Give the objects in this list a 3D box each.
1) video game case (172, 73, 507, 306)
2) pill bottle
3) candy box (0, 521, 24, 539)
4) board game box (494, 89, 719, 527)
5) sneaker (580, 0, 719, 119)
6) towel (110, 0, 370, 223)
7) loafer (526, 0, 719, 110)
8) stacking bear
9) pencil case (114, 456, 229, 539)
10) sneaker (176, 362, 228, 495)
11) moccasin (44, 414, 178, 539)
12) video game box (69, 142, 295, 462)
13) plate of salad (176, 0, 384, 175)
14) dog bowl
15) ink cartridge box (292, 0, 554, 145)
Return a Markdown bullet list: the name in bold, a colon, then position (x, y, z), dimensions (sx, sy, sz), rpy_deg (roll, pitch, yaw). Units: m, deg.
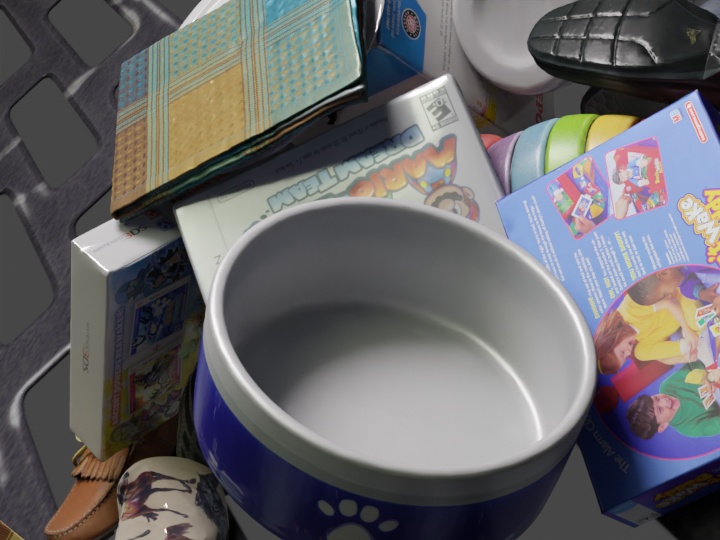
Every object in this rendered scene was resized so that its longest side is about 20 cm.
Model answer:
- **video game case**: position (0.000, 0.000, 0.952), dimensions (0.200, 0.024, 0.182), rpy_deg (-24, 72, 11)
- **pill bottle**: position (0.166, -0.200, 1.105), dimensions (0.112, 0.112, 0.200), rpy_deg (-10, 12, 45)
- **candy box**: position (-0.279, 0.218, 1.053), dimensions (0.056, 0.200, 0.117), rpy_deg (8, 56, 54)
- **board game box**: position (0.166, 0.020, 0.846), dimensions (0.134, 0.045, 0.200), rpy_deg (-29, 58, 22)
- **sneaker**: position (0.251, -0.163, 1.056), dimensions (0.202, 0.077, 0.146), rpy_deg (-24, 24, 45)
- **towel**: position (-0.078, -0.123, 0.996), dimensions (0.200, 0.022, 0.147), rpy_deg (-25, 46, 26)
- **loafer**: position (0.201, -0.125, 0.962), dimensions (0.200, 0.072, 0.073), rpy_deg (11, 60, 29)
- **stacking bear**: position (0.163, -0.048, 0.969), dimensions (0.200, 0.114, 0.122), rpy_deg (-10, 75, 28)
- **pencil case**: position (-0.134, 0.211, 1.011), dimensions (0.089, 0.078, 0.200), rpy_deg (-17, 35, 13)
- **sneaker**: position (-0.080, 0.081, 1.052), dimensions (0.087, 0.074, 0.200), rpy_deg (-76, 11, -66)
- **moccasin**: position (-0.178, 0.123, 1.184), dimensions (0.074, 0.078, 0.201), rpy_deg (4, 52, 53)
- **video game box**: position (-0.121, 0.021, 1.096), dimensions (0.047, 0.200, 0.182), rpy_deg (38, 51, 24)
- **plate of salad**: position (-0.062, -0.143, 1.047), dimensions (0.200, 0.048, 0.200), rpy_deg (-22, 48, 26)
- **dog bowl**: position (0.016, 0.054, 0.800), dimensions (0.200, 0.200, 0.079), rpy_deg (-82, 5, -50)
- **ink cartridge box**: position (0.030, -0.156, 1.150), dimensions (0.145, 0.200, 0.147), rpy_deg (-20, 54, 38)
